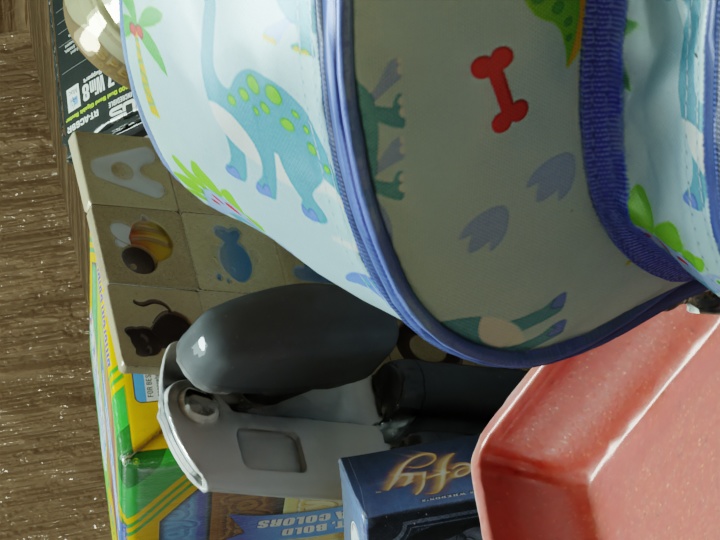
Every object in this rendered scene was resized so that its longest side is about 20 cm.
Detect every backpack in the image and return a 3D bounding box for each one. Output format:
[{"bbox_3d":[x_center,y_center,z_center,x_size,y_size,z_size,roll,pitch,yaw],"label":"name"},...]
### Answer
[{"bbox_3d":[0.065,-0.074,0.507,0.147,0.199,0.184,37,137,47],"label":"backpack"}]

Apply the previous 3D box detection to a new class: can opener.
[{"bbox_3d":[0.029,0.044,0.879,0.067,0.199,0.054,-51,43,43],"label":"can opener"}]

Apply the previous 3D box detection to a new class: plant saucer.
[{"bbox_3d":[0.102,0.058,0.644,0.200,0.037,0.200,-54,30,35],"label":"plant saucer"}]

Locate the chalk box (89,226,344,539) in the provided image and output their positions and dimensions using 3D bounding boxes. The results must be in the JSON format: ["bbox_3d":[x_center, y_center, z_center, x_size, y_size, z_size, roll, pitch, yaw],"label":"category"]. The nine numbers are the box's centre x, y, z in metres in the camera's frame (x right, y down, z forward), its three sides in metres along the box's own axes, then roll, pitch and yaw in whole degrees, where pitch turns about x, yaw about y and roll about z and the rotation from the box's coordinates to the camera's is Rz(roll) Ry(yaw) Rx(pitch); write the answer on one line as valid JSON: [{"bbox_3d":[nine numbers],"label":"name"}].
[{"bbox_3d":[-0.041,0.050,1.076,0.200,0.123,0.125,101,160,-62],"label":"chalk box"}]

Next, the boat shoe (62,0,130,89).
[{"bbox_3d":[-0.061,-0.149,0.966,0.065,0.071,0.201,-43,38,36],"label":"boat shoe"}]

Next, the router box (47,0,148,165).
[{"bbox_3d":[-0.038,-0.091,1.105,0.200,0.062,0.151,24,-130,-49],"label":"router box"}]

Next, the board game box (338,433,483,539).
[{"bbox_3d":[0.066,0.139,0.870,0.035,0.135,0.201,-116,19,-58],"label":"board game box"}]

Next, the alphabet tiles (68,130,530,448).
[{"bbox_3d":[0.000,0.000,0.961,0.006,0.199,0.167,-56,39,43],"label":"alphabet tiles"}]
